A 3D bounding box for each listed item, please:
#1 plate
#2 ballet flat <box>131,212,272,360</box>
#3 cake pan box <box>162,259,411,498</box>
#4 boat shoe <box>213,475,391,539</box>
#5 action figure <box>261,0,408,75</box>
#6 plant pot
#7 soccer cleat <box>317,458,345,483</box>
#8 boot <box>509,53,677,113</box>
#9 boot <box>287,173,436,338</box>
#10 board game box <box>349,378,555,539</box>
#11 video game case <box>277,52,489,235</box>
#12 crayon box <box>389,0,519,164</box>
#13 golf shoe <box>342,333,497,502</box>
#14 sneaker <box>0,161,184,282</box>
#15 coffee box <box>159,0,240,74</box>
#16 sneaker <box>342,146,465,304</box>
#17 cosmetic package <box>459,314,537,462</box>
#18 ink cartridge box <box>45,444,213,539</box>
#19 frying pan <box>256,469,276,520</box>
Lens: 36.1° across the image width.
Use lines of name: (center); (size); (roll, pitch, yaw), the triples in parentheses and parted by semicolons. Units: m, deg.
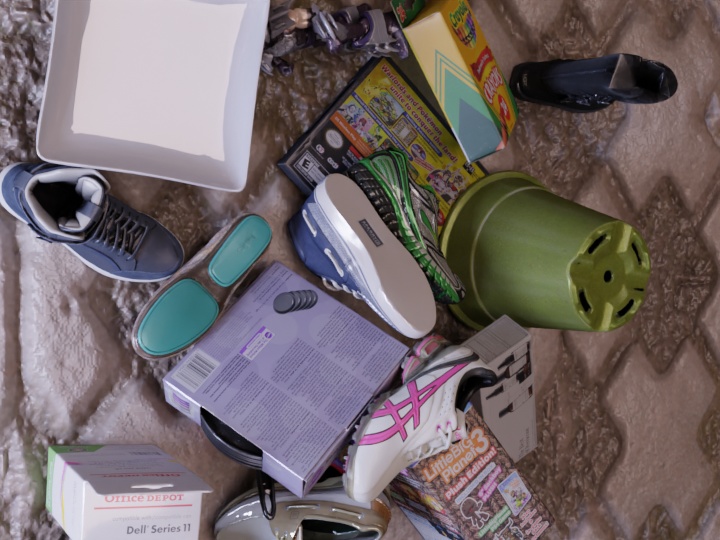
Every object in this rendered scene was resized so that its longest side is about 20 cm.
plate: (-0.190, -0.185, 1.023); (0.199, 0.032, 0.201); (7, 90, -27)
ballet flat: (-0.167, 0.020, 1.150); (0.200, 0.067, 0.068); (-46, 107, -26)
cake pan box: (-0.075, 0.109, 1.137); (0.184, 0.052, 0.200); (30, 58, 17)
boat shoe: (-0.066, 0.269, 1.169); (0.199, 0.069, 0.075); (-17, 122, 12)
action figure: (-0.047, -0.248, 1.169); (0.199, 0.130, 0.070); (-14, 100, -37)
plant pot: (0.223, -0.006, 1.268); (0.199, 0.190, 0.201); (-7, 103, -32)
soccer cleat: (-0.082, 0.197, 1.203); (0.200, 0.076, 0.067); (39, 76, -24)
boot: (0.297, -0.222, 1.297); (0.164, 0.200, 0.066); (-6, 96, -26)
boot: (0.000, 0.000, 1.184); (0.073, 0.090, 0.200); (-16, 69, -44)
board game box: (0.095, 0.230, 1.249); (0.097, 0.159, 0.200); (-43, 111, -19)
video game case: (0.031, -0.116, 1.269); (0.200, 0.025, 0.181); (46, 74, -21)
crayon box: (0.110, -0.236, 1.248); (0.200, 0.051, 0.127); (60, 26, -18)
golf shoe: (0.058, 0.153, 1.108); (0.200, 0.092, 0.073); (-52, 149, -24)
sneaker: (-0.245, -0.041, 1.068); (0.202, 0.146, 0.077); (27, 80, -27)
coffee box: (-0.154, -0.296, 1.114); (0.080, 0.113, 0.201); (17, 87, -26)
sneaker: (0.066, -0.048, 1.232); (0.085, 0.078, 0.200); (-38, 108, -20)
cosmetic package: (0.159, 0.153, 1.287); (0.082, 0.051, 0.201); (-31, 136, -20)
ink cartridge box: (-0.225, 0.220, 1.063); (0.117, 0.200, 0.068); (4, 92, -27)
frying pan: (-0.120, 0.154, 1.162); (0.115, 0.031, 0.191); (21, 54, -11)
